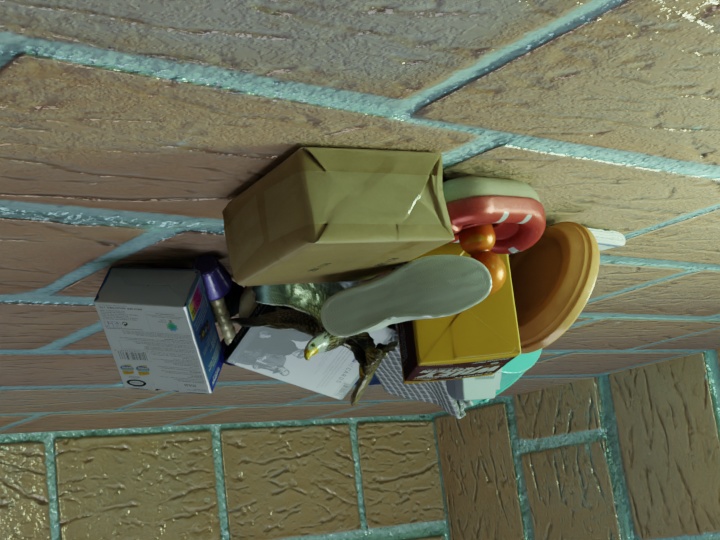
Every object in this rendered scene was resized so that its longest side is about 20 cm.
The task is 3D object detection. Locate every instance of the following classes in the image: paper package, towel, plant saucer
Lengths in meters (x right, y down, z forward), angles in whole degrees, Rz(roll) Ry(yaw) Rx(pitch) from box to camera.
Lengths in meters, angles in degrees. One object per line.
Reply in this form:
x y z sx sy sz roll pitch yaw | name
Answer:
-0.026 -0.056 1.342 0.189 0.104 0.200 -2 166 -30 | paper package
0.283 -0.032 1.825 0.199 0.024 0.146 -15 168 38 | towel
0.245 0.017 1.671 0.037 0.201 0.200 31 150 -26 | plant saucer
0.087 0.137 1.884 0.165 0.086 0.201 7 143 34 | towel

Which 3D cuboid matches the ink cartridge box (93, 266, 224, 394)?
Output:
-0.268 0.094 1.655 0.135 0.077 0.201 3 130 14 | ink cartridge box

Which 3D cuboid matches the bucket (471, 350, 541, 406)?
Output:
0.196 0.109 2.013 0.206 0.209 0.135 1 157 -33 | bucket

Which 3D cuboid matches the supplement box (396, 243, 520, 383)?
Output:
0.120 0.038 1.632 0.132 0.199 0.200 -5 168 -5 | supplement box

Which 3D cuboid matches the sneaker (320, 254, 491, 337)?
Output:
0.052 0.027 1.425 0.198 0.074 0.116 -13 180 1 | sneaker

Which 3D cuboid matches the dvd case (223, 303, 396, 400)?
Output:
-0.070 0.100 1.699 0.199 0.025 0.151 21 120 -30 | dvd case

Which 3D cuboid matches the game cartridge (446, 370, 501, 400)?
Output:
0.176 0.094 1.832 0.040 0.202 0.133 5 179 30 | game cartridge

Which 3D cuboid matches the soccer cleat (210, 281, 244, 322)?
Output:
-0.240 0.034 1.726 0.199 0.068 0.081 3 155 -35 | soccer cleat

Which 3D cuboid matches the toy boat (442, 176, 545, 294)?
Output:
0.142 -0.036 1.449 0.130 0.132 0.199 -16 170 38 | toy boat

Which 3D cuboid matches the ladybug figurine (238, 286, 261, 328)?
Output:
-0.098 0.061 1.724 0.135 0.072 0.200 -33 130 11 | ladybug figurine

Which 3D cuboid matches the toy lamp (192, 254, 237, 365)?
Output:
-0.196 0.054 1.700 0.058 0.059 0.201 -7 141 1 | toy lamp

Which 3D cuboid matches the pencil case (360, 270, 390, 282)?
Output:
0.000 0.000 1.669 0.087 0.088 0.200 -6 169 -3 | pencil case

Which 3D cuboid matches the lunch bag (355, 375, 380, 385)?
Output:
-0.007 0.110 2.058 0.199 0.133 0.136 2 150 -31 | lunch bag

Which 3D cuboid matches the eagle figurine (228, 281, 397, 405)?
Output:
-0.053 0.064 1.559 0.152 0.200 0.151 -54 174 7 | eagle figurine
